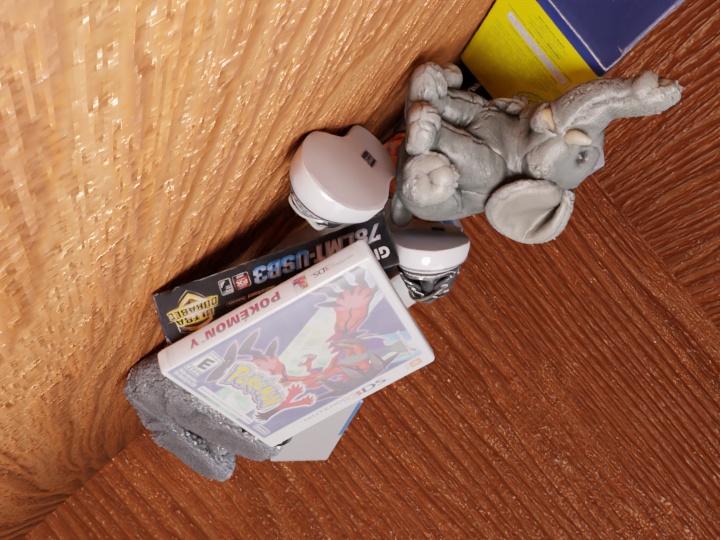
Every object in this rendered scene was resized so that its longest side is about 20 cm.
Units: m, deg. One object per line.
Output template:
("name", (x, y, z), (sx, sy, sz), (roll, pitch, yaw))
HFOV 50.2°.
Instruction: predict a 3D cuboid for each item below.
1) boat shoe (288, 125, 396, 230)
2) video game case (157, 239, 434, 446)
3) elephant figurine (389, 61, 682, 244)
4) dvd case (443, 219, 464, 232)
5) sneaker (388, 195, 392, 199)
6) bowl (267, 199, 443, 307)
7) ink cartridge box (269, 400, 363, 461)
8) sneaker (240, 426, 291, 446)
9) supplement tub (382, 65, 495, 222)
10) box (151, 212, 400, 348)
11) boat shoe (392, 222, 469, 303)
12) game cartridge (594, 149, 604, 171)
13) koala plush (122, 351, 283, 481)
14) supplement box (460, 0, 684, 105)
("boat shoe", (-0.023, -0.063, 0.583), (0.068, 0.072, 0.200), (-42, -173, 18))
("video game case", (-0.041, 0.072, 0.641), (0.179, 0.023, 0.201), (-29, 145, 5))
("elephant figurine", (0.130, -0.092, 0.628), (0.155, 0.194, 0.146), (-97, -167, -81))
("dvd case", (0.062, -0.058, 0.995), (0.144, 0.017, 0.202), (-53, -150, 27))
("sneaker", (0.080, -0.148, 0.937), (0.198, 0.066, 0.080), (-25, 139, -37))
("bowl", (0.000, 0.000, 0.895), (0.197, 0.076, 0.200), (-33, -148, -10))
("ink cartridge box", (-0.075, 0.120, 0.998), (0.082, 0.203, 0.146), (4, 138, -23))
("sneaker", (-0.091, 0.117, 0.754), (0.069, 0.084, 0.201), (-13, 149, -2))
("supplement tub", (0.118, -0.148, 0.834), (0.199, 0.123, 0.122), (-40, 180, -26))
("box", (-0.073, 0.017, 0.690), (0.194, 0.051, 0.200), (-21, 176, -9))
("boat shoe", (0.063, -0.004, 0.715), (0.200, 0.068, 0.068), (-55, 150, -80))
("game cartridge", (0.219, -0.199, 0.904), (0.040, 0.205, 0.133), (-14, 172, -19))
("koala plush", (-0.169, 0.112, 0.933), (0.176, 0.183, 0.203), (-31, -152, 45))
("supplement box", (0.183, -0.217, 0.690), (0.108, 0.110, 0.200), (-41, 180, -8))
